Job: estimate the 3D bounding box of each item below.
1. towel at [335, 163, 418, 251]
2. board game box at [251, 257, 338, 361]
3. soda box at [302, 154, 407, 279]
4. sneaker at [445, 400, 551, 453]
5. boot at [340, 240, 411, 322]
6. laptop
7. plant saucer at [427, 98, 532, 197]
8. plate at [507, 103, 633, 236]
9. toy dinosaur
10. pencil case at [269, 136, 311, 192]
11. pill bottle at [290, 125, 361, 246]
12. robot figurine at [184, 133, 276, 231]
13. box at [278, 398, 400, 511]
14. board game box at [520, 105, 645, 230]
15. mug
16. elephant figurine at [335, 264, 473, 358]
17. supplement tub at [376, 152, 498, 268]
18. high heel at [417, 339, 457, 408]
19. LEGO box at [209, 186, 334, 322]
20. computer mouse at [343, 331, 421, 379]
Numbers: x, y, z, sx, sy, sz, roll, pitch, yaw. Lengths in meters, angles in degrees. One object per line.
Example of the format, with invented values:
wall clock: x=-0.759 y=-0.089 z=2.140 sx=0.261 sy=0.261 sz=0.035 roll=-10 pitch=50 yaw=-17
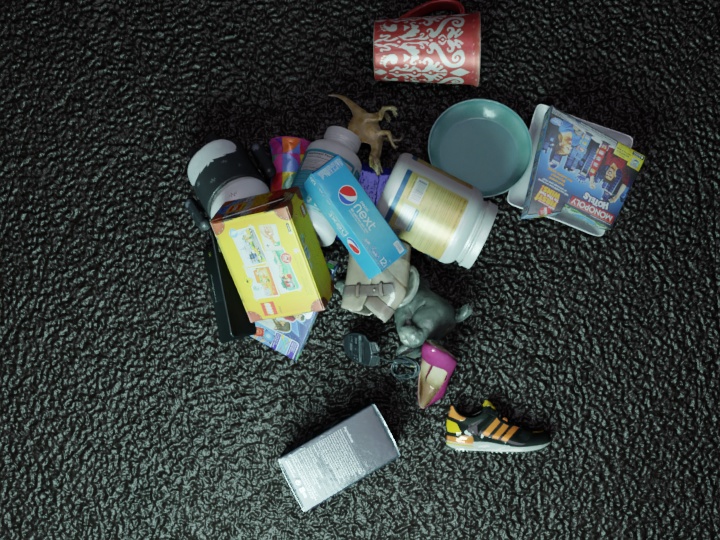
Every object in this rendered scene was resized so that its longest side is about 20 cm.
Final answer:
towel: x=0.054 y=-0.119 z=1.698 sx=0.195 sy=0.050 sz=0.151 roll=8 pitch=91 yaw=0
board game box: x=-0.137 y=0.048 z=1.640 sx=0.133 sy=0.035 sz=0.203 roll=27 pitch=114 yaw=4
soda box: x=-0.011 y=-0.089 z=1.520 sx=0.064 sy=0.068 sz=0.202 roll=-35 pitch=91 yaw=-21
sneaker: x=0.254 y=0.285 z=1.654 sx=0.195 sy=0.070 sz=0.092 roll=0 pitch=89 yaw=2
boot: x=0.000 y=0.000 z=1.610 sx=0.197 sy=0.070 sz=0.149 roll=21 pitch=86 yaw=32
laptop: x=-0.253 y=0.036 z=1.598 sx=0.102 sy=0.198 sz=0.181 roll=-8 pitch=84 yaw=-40
plant saucer: x=0.223 y=-0.224 z=1.693 sx=0.195 sy=0.036 sz=0.205 roll=-1 pitch=71 yaw=3
plate: x=0.395 y=-0.189 z=1.710 sx=0.196 sy=0.032 sz=0.204 roll=19 pitch=86 yaw=0
toy dinosaur: x=0.018 y=-0.279 z=1.687 sx=0.099 sy=0.059 sz=0.203 roll=-18 pitch=67 yaw=-20
pencil case: x=-0.134 y=-0.146 z=1.679 sx=0.086 sy=0.088 sz=0.205 roll=3 pitch=85 yaw=0
pill bottle: x=-0.065 y=-0.154 z=1.612 sx=0.109 sy=0.111 sz=0.203 roll=22 pitch=72 yaw=1
robot figurine: x=-0.240 y=-0.156 z=1.644 sx=0.123 sy=0.152 sz=0.201 roll=-5 pitch=48 yaw=-39
box: x=-0.037 y=0.326 z=1.610 sx=0.197 sy=0.148 sz=0.106 roll=-29 pitch=86 yaw=-2
board game box: x=0.389 y=-0.164 z=1.662 sx=0.197 sy=0.062 sz=0.203 roll=28 pitch=87 yaw=1
mug: x=0.125 y=-0.423 z=1.699 sx=0.195 sy=0.179 sz=0.136 roll=0 pitch=122 yaw=4
elephant figurine: x=0.075 y=0.050 z=1.650 sx=0.153 sy=0.142 sz=0.202 roll=-20 pitch=68 yaw=-30
supplement tub: x=0.131 y=-0.103 z=1.601 sx=0.197 sy=0.145 sz=0.147 roll=27 pitch=86 yaw=0
high heel: x=0.127 y=0.190 z=1.598 sx=0.067 sy=0.200 sz=0.097 roll=28 pitch=79 yaw=23
LEGO box: x=-0.147 y=-0.024 z=1.536 sx=0.146 sy=0.078 sz=0.203 roll=-9 pitch=116 yaw=20
computer mouse: x=0.041 y=0.152 z=1.626 sx=0.034 sy=0.198 sz=0.060 roll=-12 pitch=110 yaw=-40
